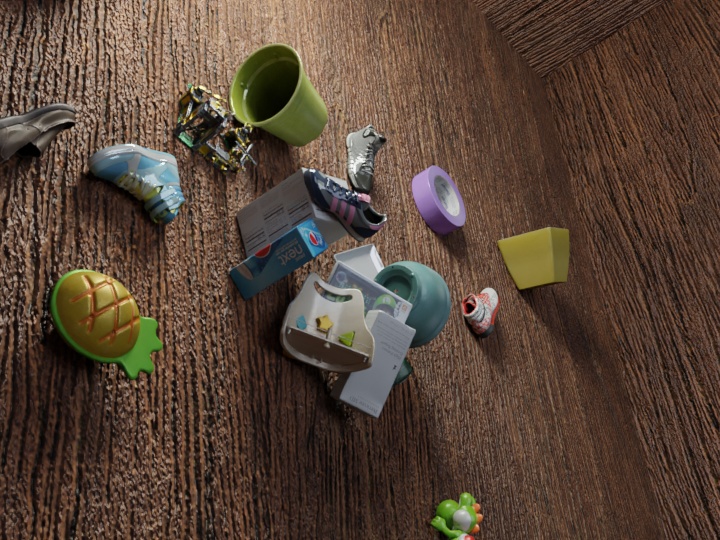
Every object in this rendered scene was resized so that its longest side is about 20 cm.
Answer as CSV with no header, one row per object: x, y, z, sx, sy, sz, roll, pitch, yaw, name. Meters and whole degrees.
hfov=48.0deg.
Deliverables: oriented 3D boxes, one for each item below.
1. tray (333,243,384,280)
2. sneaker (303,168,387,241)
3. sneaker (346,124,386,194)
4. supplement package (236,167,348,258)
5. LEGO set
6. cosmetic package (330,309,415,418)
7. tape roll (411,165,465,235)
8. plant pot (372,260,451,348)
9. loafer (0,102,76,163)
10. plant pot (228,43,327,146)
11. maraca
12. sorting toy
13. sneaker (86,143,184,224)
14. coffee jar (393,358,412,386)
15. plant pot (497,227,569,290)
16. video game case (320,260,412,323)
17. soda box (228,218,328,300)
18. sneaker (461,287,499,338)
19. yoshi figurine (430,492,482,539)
0.000,0.000,1.976,0.199,0.022,0.109,-18,82,-59,tray
-0.027,-0.142,1.595,0.199,0.081,0.071,41,38,-34,sneaker
0.023,-0.306,2.154,0.074,0.114,0.204,24,48,-45,sneaker
-0.130,-0.106,1.685,0.154,0.198,0.113,8,60,-54,supplement package
-0.286,-0.305,1.682,0.200,0.115,0.155,46,34,-25,LEGO set
0.027,0.195,1.691,0.100,0.074,0.204,28,77,-16,cosmetic package
0.240,-0.213,2.462,0.199,0.065,0.203,37,38,-36,tape roll
0.098,0.063,1.871,0.134,0.196,0.204,41,33,-60,plant pot
-0.533,-0.214,1.299,0.200,0.072,0.072,-39,110,-54,loafer
-0.173,-0.387,1.875,0.184,0.197,0.205,33,40,-56,plant pot
-0.387,0.083,1.241,0.200,0.106,0.139,43,43,-29,maraca
-0.066,0.098,1.651,0.196,0.107,0.183,21,57,-14,sorting toy
-0.389,-0.148,1.447,0.198,0.079,0.133,-3,68,-56,sneaker
0.030,0.163,1.812,0.084,0.104,0.203,-31,94,-25,coffee jar
0.609,-0.034,2.778,0.198,0.197,0.181,1,77,-56,plant pot
-0.006,0.109,1.733,0.197,0.023,0.185,30,77,-16,video game case
-0.161,-0.020,1.572,0.069,0.198,0.064,58,31,-3,soda box
0.354,0.094,2.397,0.108,0.066,0.203,49,36,-25,sneaker
0.201,0.591,1.784,0.109,0.113,0.203,16,57,3,yoshi figurine
